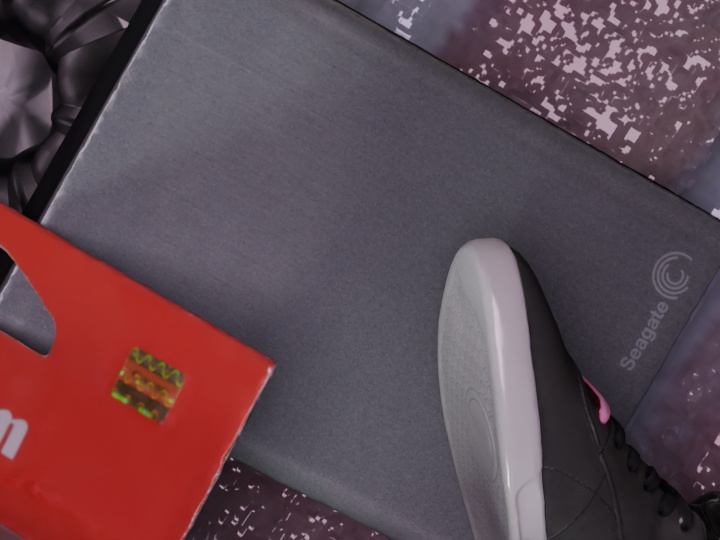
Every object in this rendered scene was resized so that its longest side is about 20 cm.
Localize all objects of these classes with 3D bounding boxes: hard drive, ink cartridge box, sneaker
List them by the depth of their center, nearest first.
[{"bbox_3d":[-0.146,0.059,0.868,0.200,0.044,0.174,29,96,23],"label":"ink cartridge box"},{"bbox_3d":[0.086,0.071,0.903,0.099,0.071,0.200,-17,113,-7],"label":"sneaker"},{"bbox_3d":[0.000,0.000,0.919,0.200,0.033,0.140,28,96,-17],"label":"hard drive"}]

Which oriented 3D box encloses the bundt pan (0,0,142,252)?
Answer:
[{"bbox_3d":[-0.119,-0.057,0.962,0.201,0.076,0.202,0,89,10],"label":"bundt pan"}]
